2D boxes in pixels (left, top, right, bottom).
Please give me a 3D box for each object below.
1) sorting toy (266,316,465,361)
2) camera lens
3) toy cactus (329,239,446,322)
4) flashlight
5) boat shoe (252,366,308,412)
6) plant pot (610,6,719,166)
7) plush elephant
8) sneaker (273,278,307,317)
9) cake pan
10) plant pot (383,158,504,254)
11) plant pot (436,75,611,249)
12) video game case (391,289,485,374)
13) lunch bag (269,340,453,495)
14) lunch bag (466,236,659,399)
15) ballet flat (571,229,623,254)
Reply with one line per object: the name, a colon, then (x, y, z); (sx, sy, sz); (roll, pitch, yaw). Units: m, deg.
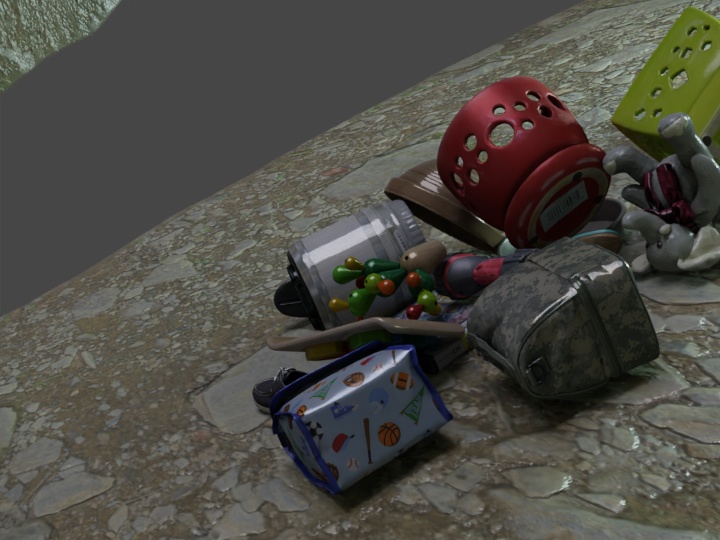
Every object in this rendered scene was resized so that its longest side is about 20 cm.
sorting toy: (0.009, 0.092, 1.652); (0.199, 0.037, 0.184); (-11, -11, 35)
camera lens: (0.000, 0.000, 1.921); (0.199, 0.161, 0.160); (-25, 17, -4)
toy cactus: (0.054, 0.017, 1.729); (0.164, 0.103, 0.199); (-33, 20, -30)
flashlight: (0.171, 0.004, 1.718); (0.200, 0.068, 0.068); (-4, 63, 63)
boat shoe: (-0.082, 0.151, 1.745); (0.199, 0.063, 0.072); (-4, 25, 48)
plant pot: (0.498, -0.216, 1.754); (0.201, 0.198, 0.182); (-57, 24, 7)
plush elephant: (0.393, -0.070, 1.640); (0.164, 0.200, 0.156); (-21, 34, 58)
sneaker: (-0.050, 0.023, 2.106); (0.199, 0.076, 0.115); (-18, 7, -9)
cake pan: (0.295, -0.045, 1.869); (0.199, 0.037, 0.200); (-22, 17, 7)
plant pot: (0.143, -0.111, 1.969); (0.093, 0.200, 0.201); (-61, 23, -3)
plant pot: (0.233, -0.137, 1.783); (0.199, 0.201, 0.183); (-29, 56, -16)
video game case: (0.103, 0.079, 1.778); (0.180, 0.026, 0.199); (-34, 20, -29)
lunch bag: (-0.011, 0.166, 1.518); (0.169, 0.125, 0.200); (-28, 3, -13)
lunch bag: (0.221, 0.062, 1.471); (0.167, 0.140, 0.200); (-25, 16, -7)
ballet flat: (0.268, 0.002, 1.714); (0.199, 0.067, 0.073); (-16, 57, 48)
